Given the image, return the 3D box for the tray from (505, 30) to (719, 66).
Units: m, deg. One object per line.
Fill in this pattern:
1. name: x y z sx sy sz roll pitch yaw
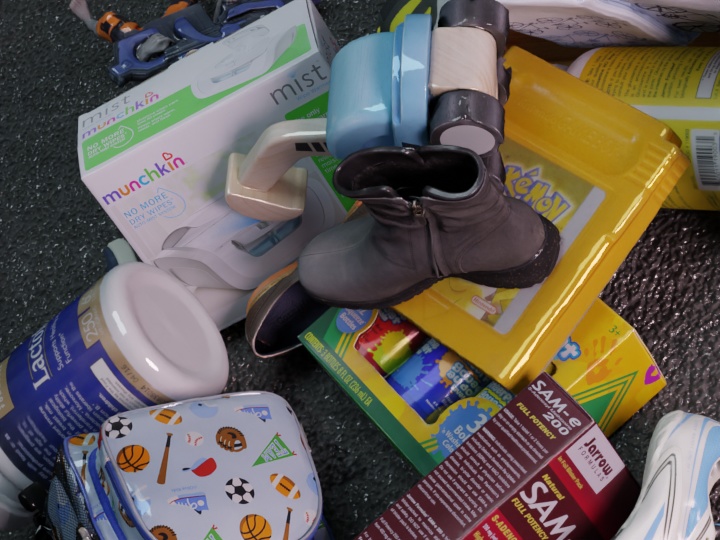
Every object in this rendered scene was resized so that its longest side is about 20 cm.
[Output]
1. tray: 0.180 -0.178 1.499 0.200 0.099 0.037 0 54 31

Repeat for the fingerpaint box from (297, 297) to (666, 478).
1. fingerpaint box: 0.079 0.060 1.388 0.167 0.073 0.200 -41 45 -3

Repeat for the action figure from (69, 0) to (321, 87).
1. action figure: -0.133 -0.194 1.730 0.200 0.105 0.194 -19 50 -17

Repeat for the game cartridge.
1. game cartridge: 0.103 -0.038 1.352 0.176 0.032 0.200 34 89 44

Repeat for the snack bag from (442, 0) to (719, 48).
1. snack bag: 0.183 -0.171 1.359 0.200 0.188 0.021 3 88 31

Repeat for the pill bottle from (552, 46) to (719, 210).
1. pill bottle: 0.206 -0.100 1.412 0.200 0.112 0.113 5 58 33

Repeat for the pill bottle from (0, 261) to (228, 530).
1. pill bottle: -0.199 0.093 1.430 0.200 0.116 0.116 -38 42 23

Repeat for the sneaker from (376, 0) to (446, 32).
1. sneaker: 0.052 -0.174 1.602 0.084 0.075 0.200 -14 40 29

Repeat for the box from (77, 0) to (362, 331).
1. box: -0.081 -0.077 1.514 0.200 0.177 0.097 -26 35 10

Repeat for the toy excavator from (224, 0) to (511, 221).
1. toy excavator: 0.000 -0.097 1.366 0.200 0.195 0.100 3 62 6

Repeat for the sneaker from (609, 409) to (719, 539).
1. sneaker: 0.182 0.181 1.237 0.072 0.072 0.200 20 72 18

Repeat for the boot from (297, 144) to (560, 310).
1. boot: 0.018 -0.036 1.306 0.200 0.132 0.070 -11 60 32

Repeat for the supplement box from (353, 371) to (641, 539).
1. supplement box: 0.077 0.171 1.278 0.200 0.109 0.061 -42 45 -3

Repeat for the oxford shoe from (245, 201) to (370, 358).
1. oxford shoe: 0.000 0.000 1.466 0.200 0.071 0.073 -40 11 15

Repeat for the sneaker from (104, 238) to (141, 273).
1. sneaker: -0.181 0.059 1.545 0.084 0.075 0.200 -29 45 4

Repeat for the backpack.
1. backpack: -0.100 0.181 1.330 0.200 0.154 0.191 -11 61 -22
